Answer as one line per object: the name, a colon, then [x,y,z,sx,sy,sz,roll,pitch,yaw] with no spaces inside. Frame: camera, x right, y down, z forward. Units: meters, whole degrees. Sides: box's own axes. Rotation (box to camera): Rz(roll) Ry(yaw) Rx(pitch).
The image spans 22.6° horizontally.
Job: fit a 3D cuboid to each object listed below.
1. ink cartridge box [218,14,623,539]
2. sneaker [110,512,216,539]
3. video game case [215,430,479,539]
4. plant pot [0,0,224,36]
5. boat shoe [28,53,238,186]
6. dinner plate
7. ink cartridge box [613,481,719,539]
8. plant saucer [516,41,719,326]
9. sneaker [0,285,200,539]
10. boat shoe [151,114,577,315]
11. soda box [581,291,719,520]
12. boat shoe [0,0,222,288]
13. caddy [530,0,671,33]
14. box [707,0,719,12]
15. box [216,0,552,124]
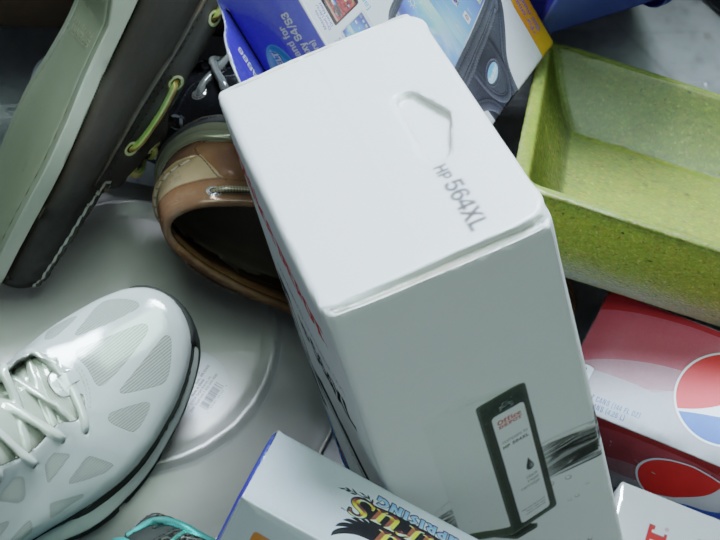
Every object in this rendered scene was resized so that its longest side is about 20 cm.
ink cartridge box: [0.026,0.030,0.668,0.084,0.201,0.146,-22,39,-5]
sneaker: [-0.095,0.141,0.718,0.198,0.078,0.092,4,55,-18]
video game case: [0.006,0.180,0.628,0.180,0.201,0.046,28,30,2]
plant pot: [-0.108,-0.189,0.833,0.173,0.200,0.202,14,59,-11]
boat shoe: [-0.055,-0.071,0.831,0.198,0.068,0.072,21,44,0]
dinner plate: [-0.103,0.031,0.802,0.198,0.024,0.202,4,61,-7]
ink cartridge box: [0.164,0.194,0.717,0.198,0.085,0.147,21,59,3]
plant saucer: [0.164,-0.026,0.822,0.198,0.048,0.200,18,26,1]
sneaker: [-0.142,0.072,0.700,0.076,0.115,0.200,42,75,13]
boat shoe: [0.000,0.000,0.789,0.198,0.076,0.072,18,31,-7]
soda box: [0.183,0.082,0.764,0.199,0.070,0.064,21,61,20]
boat shoe: [-0.104,-0.075,0.762,0.060,0.202,0.072,17,20,-30]
caddy: [0.113,-0.198,0.868,0.104,0.200,0.142,-22,83,-8]
box: [0.198,-0.216,0.887,0.050,0.199,0.200,-35,72,-26]
box: [0.013,-0.103,0.778,0.120,0.041,0.200,58,34,-16]
